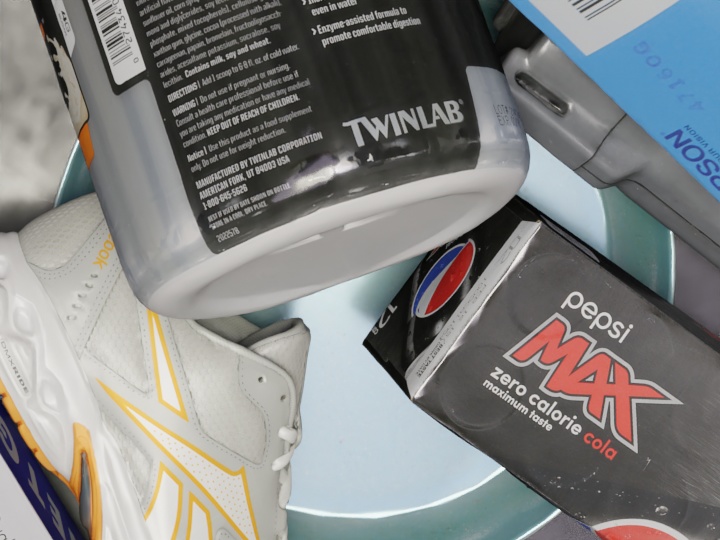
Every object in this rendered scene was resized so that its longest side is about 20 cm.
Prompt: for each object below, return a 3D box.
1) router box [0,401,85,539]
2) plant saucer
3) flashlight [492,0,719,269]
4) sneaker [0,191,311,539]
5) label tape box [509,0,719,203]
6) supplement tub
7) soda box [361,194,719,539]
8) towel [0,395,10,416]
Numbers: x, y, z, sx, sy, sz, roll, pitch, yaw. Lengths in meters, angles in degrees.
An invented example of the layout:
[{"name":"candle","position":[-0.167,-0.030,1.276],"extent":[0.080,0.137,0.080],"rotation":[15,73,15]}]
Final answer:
[{"name":"router box","position":[-0.187,0.086,0.896],"extent":[0.179,0.049,0.201],"rotation":[-26,125,0]},{"name":"plant saucer","position":[0.000,0.000,0.945],"extent":[0.199,0.027,0.202],"rotation":[-1,98,-4]},{"name":"flashlight","position":[0.127,-0.025,0.916],"extent":[0.200,0.068,0.068],"rotation":[38,96,-15]},{"name":"sneaker","position":[-0.043,0.063,0.903],"extent":[0.092,0.076,0.201],"rotation":[-28,101,-4]},{"name":"label tape box","position":[0.104,-0.137,0.877],"extent":[0.143,0.201,0.066],"rotation":[41,132,-20]},{"name":"supplement tub","position":[-0.037,-0.097,0.850],"extent":[0.122,0.123,0.201],"rotation":[-19,80,0]},{"name":"soda box","position":[0.101,0.058,0.917],"extent":[0.200,0.063,0.071],"rotation":[35,94,-19]},{"name":"towel","position":[-0.202,-0.013,0.942],"extent":[0.146,0.024,0.201],"rotation":[-31,95,4]}]
